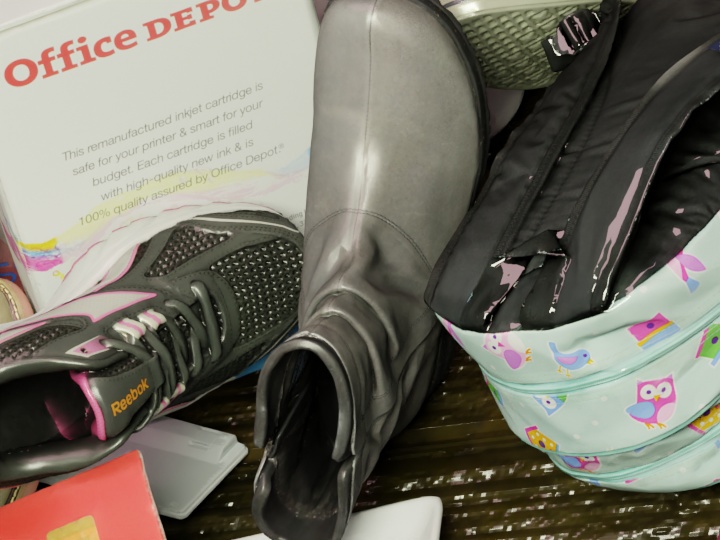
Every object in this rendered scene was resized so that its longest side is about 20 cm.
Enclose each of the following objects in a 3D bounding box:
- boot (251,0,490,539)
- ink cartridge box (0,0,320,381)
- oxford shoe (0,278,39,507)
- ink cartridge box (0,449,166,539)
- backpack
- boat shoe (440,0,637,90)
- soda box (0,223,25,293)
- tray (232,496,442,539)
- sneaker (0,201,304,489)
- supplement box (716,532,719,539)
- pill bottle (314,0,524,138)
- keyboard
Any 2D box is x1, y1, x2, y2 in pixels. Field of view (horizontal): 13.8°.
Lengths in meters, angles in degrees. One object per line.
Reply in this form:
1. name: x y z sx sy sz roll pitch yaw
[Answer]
1. boot: 0.000 0.000 1.137 0.070 0.200 0.132 6 30 18
2. ink cartridge box: -0.084 -0.053 1.239 0.144 0.200 0.085 -21 36 -9
3. oxford shoe: -0.179 0.089 1.202 0.071 0.074 0.200 -14 59 42
4. ink cartridge box: -0.150 0.178 1.105 0.200 0.045 0.176 -24 69 9
5. backpack: 0.122 -0.016 1.137 0.167 0.127 0.200 -7 39 50
6. boat shoe: 0.101 -0.125 1.260 0.200 0.075 0.062 -17 69 -33
7. soda box: -0.118 -0.033 1.368 0.200 0.070 0.063 -23 38 11
8. tray: -0.060 0.152 1.157 0.200 0.022 0.107 -14 41 21
9. sneaker: -0.098 0.042 1.162 0.200 0.080 0.086 -30 22 -19
10. supplement box: 0.183 0.109 0.985 0.110 0.086 0.200 3 48 37
11. pill bottle: 0.030 -0.147 1.362 0.113 0.113 0.200 -18 38 16
12. keyboard: -0.147 0.067 1.273 0.200 0.011 0.056 13 40 25
